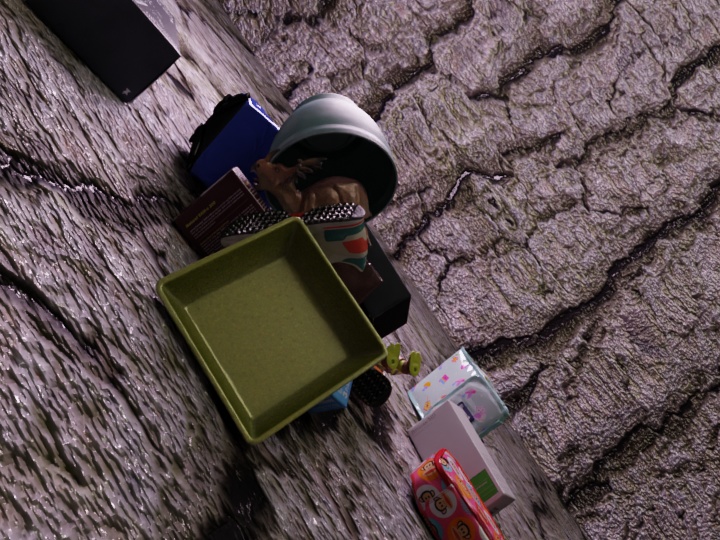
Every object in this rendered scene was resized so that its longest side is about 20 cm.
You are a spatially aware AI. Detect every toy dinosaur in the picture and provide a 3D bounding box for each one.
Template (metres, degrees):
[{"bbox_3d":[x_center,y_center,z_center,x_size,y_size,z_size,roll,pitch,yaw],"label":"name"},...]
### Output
[{"bbox_3d":[-0.046,-0.101,0.993,0.085,0.196,0.140,11,-74,54],"label":"toy dinosaur"}]

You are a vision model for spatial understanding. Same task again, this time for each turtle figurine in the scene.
[{"bbox_3d":[0.023,0.151,1.260,0.199,0.065,0.160,40,-21,-27],"label":"turtle figurine"}]

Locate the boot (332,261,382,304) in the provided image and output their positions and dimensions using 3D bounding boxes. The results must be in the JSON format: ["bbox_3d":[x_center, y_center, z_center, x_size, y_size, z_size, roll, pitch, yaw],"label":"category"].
[{"bbox_3d":[-0.034,0.065,1.039,0.202,0.165,0.072,56,6,22],"label":"boot"}]

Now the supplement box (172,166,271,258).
[{"bbox_3d":[-0.149,-0.027,0.972,0.202,0.108,0.061,53,5,-11],"label":"supplement box"}]

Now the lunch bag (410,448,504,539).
[{"bbox_3d":[0.160,0.393,1.143,0.202,0.081,0.176,57,5,11],"label":"lunch bag"}]

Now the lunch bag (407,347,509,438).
[{"bbox_3d":[0.211,0.289,1.497,0.122,0.169,0.201,49,6,-28],"label":"lunch bag"}]

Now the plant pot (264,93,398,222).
[{"bbox_3d":[-0.047,-0.176,1.065,0.200,0.197,0.137,44,31,-45],"label":"plant pot"}]

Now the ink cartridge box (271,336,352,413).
[{"bbox_3d":[-0.085,0.077,0.896,0.200,0.067,0.117,47,42,-35],"label":"ink cartridge box"}]

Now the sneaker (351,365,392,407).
[{"bbox_3d":[-0.029,0.138,1.173,0.201,0.070,0.090,52,-6,-17],"label":"sneaker"}]

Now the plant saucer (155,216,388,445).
[{"bbox_3d":[-0.099,0.065,0.792,0.202,0.198,0.048,55,-34,11],"label":"plant saucer"}]

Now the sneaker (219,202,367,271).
[{"bbox_3d":[-0.083,-0.025,0.902,0.071,0.194,0.096,-74,155,-63],"label":"sneaker"}]

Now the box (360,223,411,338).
[{"bbox_3d":[0.000,0.000,1.165,0.202,0.078,0.142,58,-8,18],"label":"box"}]

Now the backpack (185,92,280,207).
[{"bbox_3d":[-0.202,-0.193,1.185,0.168,0.162,0.200,47,1,-27],"label":"backpack"}]

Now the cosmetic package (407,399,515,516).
[{"bbox_3d":[0.183,0.356,1.301,0.085,0.107,0.202,39,15,-54],"label":"cosmetic package"}]

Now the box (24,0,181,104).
[{"bbox_3d":[-0.389,-0.400,1.090,0.200,0.123,0.198,47,13,-37],"label":"box"}]
